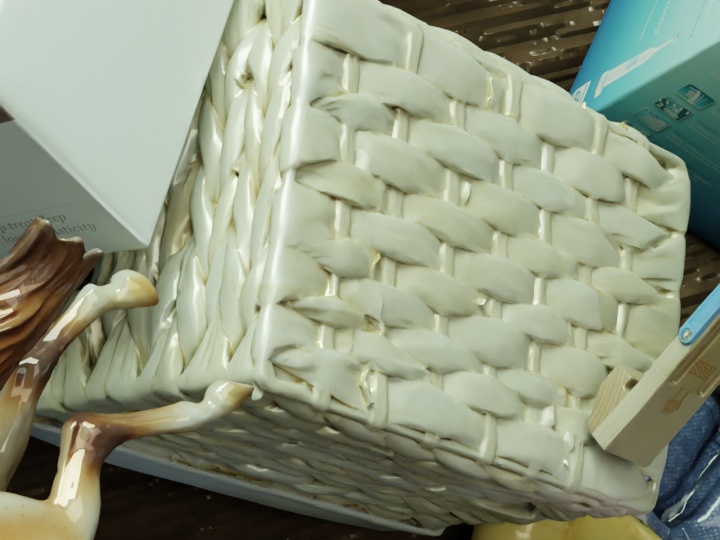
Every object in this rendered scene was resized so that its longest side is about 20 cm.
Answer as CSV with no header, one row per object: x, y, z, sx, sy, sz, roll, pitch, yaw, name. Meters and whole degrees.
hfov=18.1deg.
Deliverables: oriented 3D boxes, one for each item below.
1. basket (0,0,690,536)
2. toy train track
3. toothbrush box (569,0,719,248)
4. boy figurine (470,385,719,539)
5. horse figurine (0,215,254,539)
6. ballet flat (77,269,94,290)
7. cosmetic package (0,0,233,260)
0.000,0.000,0.697,0.199,0.123,0.137,21,71,-44,basket
0.132,-0.028,0.656,0.114,0.033,0.200,23,111,-43,toy train track
0.180,-0.066,0.778,0.146,0.200,0.086,30,70,-12,toothbrush box
0.085,0.113,0.778,0.124,0.064,0.200,46,64,-14,boy figurine
-0.066,0.087,0.557,0.132,0.050,0.201,-40,117,-31,horse figurine
-0.146,-0.044,0.711,0.200,0.075,0.068,43,65,-8,ballet flat
-0.093,-0.102,0.632,0.081,0.112,0.201,45,51,-42,cosmetic package
